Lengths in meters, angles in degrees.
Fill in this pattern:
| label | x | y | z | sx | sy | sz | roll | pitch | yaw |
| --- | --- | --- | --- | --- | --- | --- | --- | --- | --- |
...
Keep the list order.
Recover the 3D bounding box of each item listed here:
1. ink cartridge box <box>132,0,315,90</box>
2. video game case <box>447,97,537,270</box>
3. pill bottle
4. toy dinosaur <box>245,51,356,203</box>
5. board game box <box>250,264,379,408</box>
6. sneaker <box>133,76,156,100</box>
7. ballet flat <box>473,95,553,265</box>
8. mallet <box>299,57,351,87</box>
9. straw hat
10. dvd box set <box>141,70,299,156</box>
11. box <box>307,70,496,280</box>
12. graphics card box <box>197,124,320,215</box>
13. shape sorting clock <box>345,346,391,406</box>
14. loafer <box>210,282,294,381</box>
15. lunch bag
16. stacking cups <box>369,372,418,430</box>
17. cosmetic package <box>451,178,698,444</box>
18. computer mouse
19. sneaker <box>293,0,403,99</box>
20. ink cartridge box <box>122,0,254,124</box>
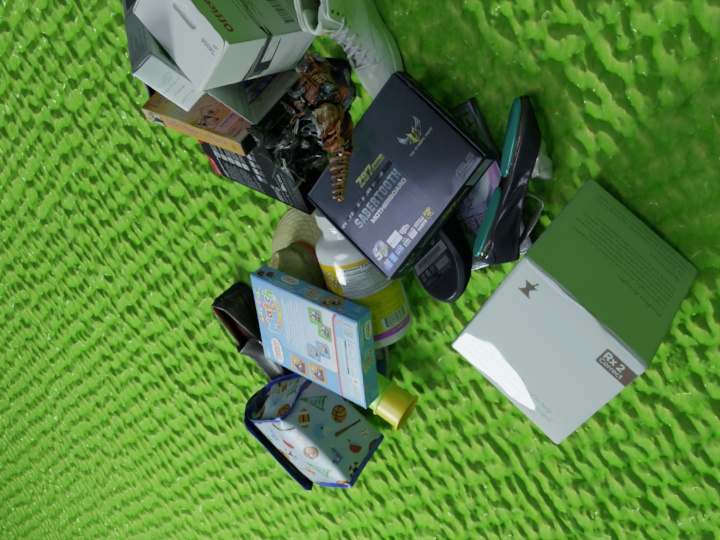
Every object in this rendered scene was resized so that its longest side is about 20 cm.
| label | x | y | z | sx | sy | sz | roll | pitch | yaw |
| --- | --- | --- | --- | --- | --- | --- | --- | --- | --- |
| ink cartridge box | -0.168 | -0.324 | 1.202 | 0.145 | 0.199 | 0.084 | 48 | 127 | 9 |
| video game case | 0.131 | -0.101 | 1.195 | 0.142 | 0.019 | 0.203 | -19 | 98 | 46 |
| pill bottle | 0.000 | 0.000 | 1.291 | 0.103 | 0.104 | 0.203 | 3 | 121 | 40 |
| toy dinosaur | -0.057 | -0.174 | 1.139 | 0.135 | 0.202 | 0.102 | -31 | 128 | 23 |
| board game box | -0.065 | 0.091 | 1.316 | 0.198 | 0.036 | 0.153 | 21 | 133 | 33 |
| sneaker | -0.314 | -0.332 | 1.418 | 0.069 | 0.082 | 0.203 | -3 | 110 | 42 |
| ballet flat | 0.189 | -0.101 | 1.106 | 0.072 | 0.073 | 0.204 | 22 | 107 | 31 |
| mallet | -0.080 | -0.218 | 1.285 | 0.200 | 0.065 | 0.042 | -49 | 48 | 47 |
| straw hat | -0.094 | 0.011 | 1.384 | 0.199 | 0.084 | 0.205 | 15 | 112 | 39 |
| dvd box set | -0.193 | -0.242 | 1.317 | 0.198 | 0.147 | 0.030 | 21 | 150 | 31 |
| box | 0.047 | -0.115 | 1.151 | 0.158 | 0.051 | 0.201 | 46 | 112 | 17 |
| graphics card box | -0.149 | -0.165 | 1.349 | 0.198 | 0.051 | 0.126 | 26 | 156 | 32 |
| shape sorting clock | -0.034 | 0.117 | 1.446 | 0.198 | 0.039 | 0.203 | 21 | 125 | 32 |
| loafer | -0.178 | 0.122 | 1.554 | 0.201 | 0.072 | 0.073 | 54 | 135 | 3 |
| lunch bag | -0.089 | 0.258 | 1.493 | 0.170 | 0.124 | 0.199 | 47 | 154 | -15 |
| stacking cups | -0.011 | 0.159 | 1.386 | 0.198 | 0.060 | 0.061 | 31 | 130 | 18 |
| cosmetic package | 0.238 | 0.042 | 1.036 | 0.165 | 0.200 | 0.166 | 42 | 135 | 7 |
| computer mouse | 0.093 | -0.057 | 1.209 | 0.138 | 0.052 | 0.203 | -38 | 73 | 48 |
| sneaker | -0.021 | -0.288 | 1.159 | 0.073 | 0.115 | 0.203 | -14 | 104 | 42 |
| ink cartridge box | -0.233 | -0.284 | 1.252 | 0.043 | 0.173 | 0.202 | -39 | 44 | 20 |
